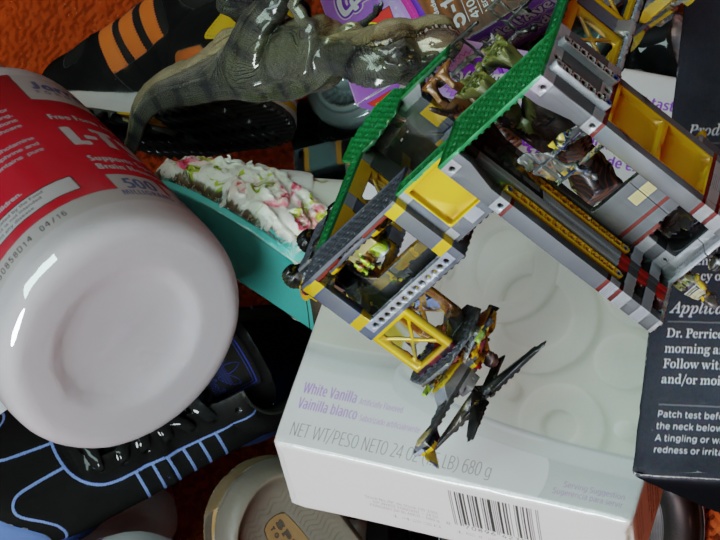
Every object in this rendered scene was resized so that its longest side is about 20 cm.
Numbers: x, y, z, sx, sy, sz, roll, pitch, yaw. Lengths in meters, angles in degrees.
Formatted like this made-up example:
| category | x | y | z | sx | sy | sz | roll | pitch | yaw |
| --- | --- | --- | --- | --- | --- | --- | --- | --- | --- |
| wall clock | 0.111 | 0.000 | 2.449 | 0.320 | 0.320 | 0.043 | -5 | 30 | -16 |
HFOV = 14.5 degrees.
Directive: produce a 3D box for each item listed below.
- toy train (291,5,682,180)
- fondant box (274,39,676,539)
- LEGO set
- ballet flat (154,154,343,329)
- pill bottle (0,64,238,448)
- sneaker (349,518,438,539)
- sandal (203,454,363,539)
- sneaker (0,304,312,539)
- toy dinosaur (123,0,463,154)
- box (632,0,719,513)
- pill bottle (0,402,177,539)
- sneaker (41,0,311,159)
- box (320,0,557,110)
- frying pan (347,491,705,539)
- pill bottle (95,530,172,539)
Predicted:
| category | x | y | z | sx | sy | sz | roll | pitch | yaw |
| --- | --- | --- | --- | --- | --- | --- | --- | --- | --- |
| toy train | 0.057 | -0.056 | 1.262 | 0.200 | 0.085 | 0.114 | -11 | 71 | 26 |
| fondant box | 0.065 | 0.011 | 1.130 | 0.144 | 0.058 | 0.200 | 11 | 61 | 15 |
| LEGO set | 0.076 | -0.030 | 1.031 | 0.200 | 0.116 | 0.154 | -45 | 16 | 31 |
| ballet flat | 0.000 | 0.000 | 1.222 | 0.200 | 0.076 | 0.064 | 35 | 65 | 22 |
| pill bottle | -0.144 | -0.018 | 1.224 | 0.112 | 0.112 | 0.200 | -54 | 43 | 6 |
| sneaker | -0.011 | 0.107 | 1.264 | 0.083 | 0.072 | 0.200 | -1 | 76 | 30 |
| sandal | 0.012 | 0.159 | 1.178 | 0.082 | 0.200 | 0.055 | -42 | 18 | -32 |
| sneaker | -0.092 | 0.061 | 1.247 | 0.070 | 0.200 | 0.078 | 57 | 141 | 10 |
| toy dinosaur | -0.041 | -0.104 | 1.201 | 0.200 | 0.047 | 0.088 | -12 | 69 | 45 |
| box | 0.206 | 0.004 | 1.097 | 0.124 | 0.200 | 0.197 | 3 | 78 | 30 |
| pill bottle | -0.166 | 0.048 | 1.342 | 0.113 | 0.113 | 0.200 | -29 | 64 | 20 |
| sneaker | -0.082 | -0.106 | 1.340 | 0.200 | 0.070 | 0.090 | 2 | 73 | 57 |
| box | 0.031 | -0.185 | 1.229 | 0.137 | 0.039 | 0.200 | -30 | 66 | 27 |
| frying pan | 0.058 | 0.091 | 1.207 | 0.190 | 0.031 | 0.115 | 29 | 88 | 0 |
| pill bottle | -0.122 | 0.177 | 1.237 | 0.200 | 0.112 | 0.112 | -18 | 68 | 26 |
